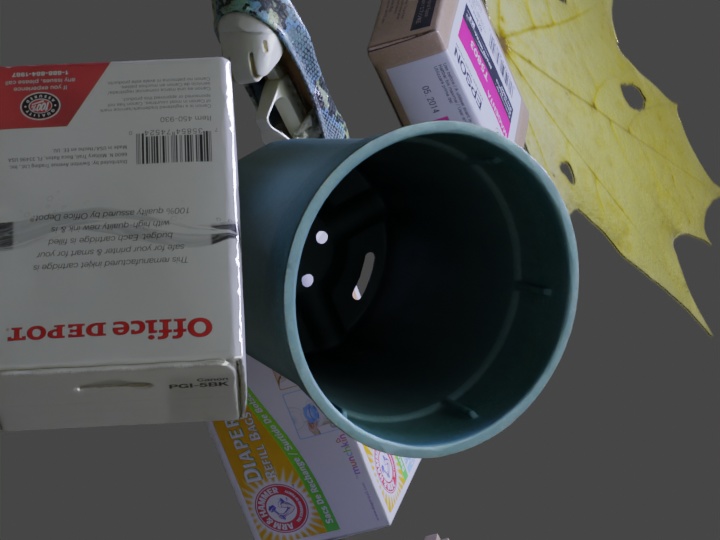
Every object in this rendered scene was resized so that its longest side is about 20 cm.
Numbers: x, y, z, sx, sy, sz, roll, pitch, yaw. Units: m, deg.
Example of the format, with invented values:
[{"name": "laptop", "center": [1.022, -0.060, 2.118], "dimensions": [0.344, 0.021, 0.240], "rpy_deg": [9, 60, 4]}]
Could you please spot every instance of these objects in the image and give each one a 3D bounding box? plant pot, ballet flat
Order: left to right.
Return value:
[{"name": "ballet flat", "center": [-0.066, -0.147, 1.863], "dimensions": [0.200, 0.074, 0.074], "rpy_deg": [60, 25, -28]}, {"name": "plant pot", "center": [0.000, 0.000, 1.513], "dimensions": [0.196, 0.200, 0.200], "rpy_deg": [15, -50, 62]}]

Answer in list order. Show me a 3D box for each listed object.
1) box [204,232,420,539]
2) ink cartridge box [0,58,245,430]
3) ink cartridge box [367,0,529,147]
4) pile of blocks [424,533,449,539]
[{"name": "box", "center": [-0.045, 0.080, 1.694], "dimensions": [0.112, 0.101, 0.200], "rpy_deg": [-60, 131, -63]}, {"name": "ink cartridge box", "center": [-0.142, -0.015, 1.400], "dimensions": [0.083, 0.147, 0.200], "rpy_deg": [91, -4, -62]}, {"name": "ink cartridge box", "center": [0.086, -0.173, 2.270], "dimensions": [0.165, 0.075, 0.200], "rpy_deg": [-78, 148, -54]}, {"name": "pile of blocks", "center": [0.106, 0.309, 1.994], "dimensions": [0.082, 0.062, 0.200], "rpy_deg": [-28, 103, -70]}]
